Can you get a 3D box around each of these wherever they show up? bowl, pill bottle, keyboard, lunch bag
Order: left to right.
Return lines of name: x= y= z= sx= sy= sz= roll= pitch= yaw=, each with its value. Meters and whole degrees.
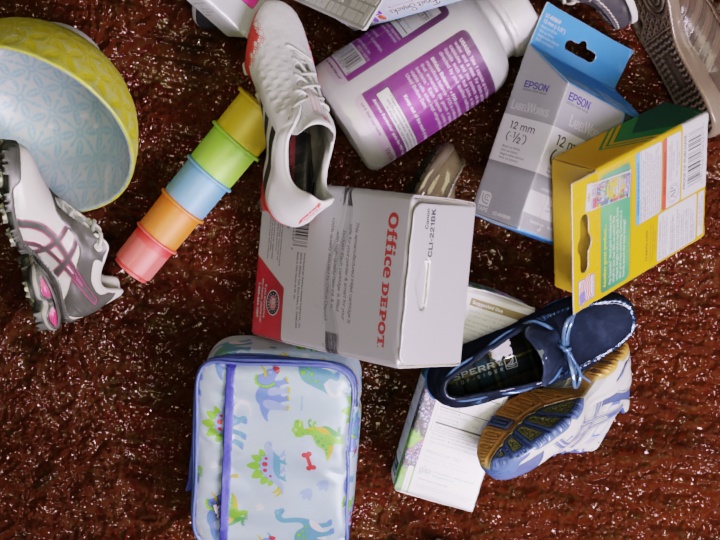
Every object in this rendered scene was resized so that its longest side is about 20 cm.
bowl: x=-0.283 y=-0.158 z=1.198 sx=0.199 sy=0.201 sz=0.108 roll=18 pitch=50 yaw=-3
lunch bag: x=-0.081 y=0.166 z=1.241 sx=0.159 sy=0.083 sz=0.202 roll=6 pitch=105 yaw=2
keyboard: x=-0.035 y=-0.259 z=1.184 sx=0.011 sy=0.200 sz=0.056 roll=38 pitch=88 yaw=-40
pill bottle: x=0.064 y=-0.189 z=1.219 sx=0.199 sy=0.112 sz=0.113 roll=-33 pitch=95 yaw=1

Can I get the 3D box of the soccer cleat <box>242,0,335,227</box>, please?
soccer cleat: x=-0.055 y=-0.139 z=1.148 sx=0.068 sy=0.085 sz=0.202 roll=2 pitch=81 yaw=-33

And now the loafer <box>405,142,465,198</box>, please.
loafer: x=0.062 y=-0.021 z=1.254 sx=0.067 sy=0.076 sz=0.201 roll=19 pitch=103 yaw=-4

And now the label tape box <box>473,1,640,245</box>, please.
label tape box: x=0.196 y=-0.122 z=1.217 sx=0.143 sy=0.066 sz=0.201 roll=16 pitch=96 yaw=-45

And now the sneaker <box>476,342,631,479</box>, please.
sneaker: x=0.189 y=0.145 z=1.229 sx=0.199 sy=0.075 sz=0.089 roll=-34 pitch=124 yaw=-30

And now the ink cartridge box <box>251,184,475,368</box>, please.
ink cartridge box: x=0.000 y=0.000 z=1.185 sx=0.083 sy=0.199 sz=0.146 roll=2 pitch=96 yaw=-42

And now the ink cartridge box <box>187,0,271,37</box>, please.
ink cartridge box: x=-0.114 y=-0.337 z=1.170 sx=0.173 sy=0.043 sz=0.201 roll=39 pitch=80 yaw=-28

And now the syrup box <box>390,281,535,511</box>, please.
syrup box: x=0.095 y=0.115 z=1.259 sx=0.081 sy=0.079 sz=0.202 roll=16 pitch=93 yaw=-3

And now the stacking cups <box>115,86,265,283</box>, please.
stacking cups: x=-0.152 y=-0.075 z=1.252 sx=0.060 sy=0.061 sz=0.200 roll=39 pitch=97 yaw=-4

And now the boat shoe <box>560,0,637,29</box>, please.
boat shoe: x=0.185 y=-0.277 z=1.205 sx=0.060 sy=0.074 sz=0.200 roll=-43 pitch=135 yaw=6

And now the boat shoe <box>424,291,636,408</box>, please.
boat shoe: x=0.158 y=0.081 z=1.185 sx=0.199 sy=0.069 sz=0.085 roll=-27 pitch=97 yaw=-2

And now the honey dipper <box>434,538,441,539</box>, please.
honey dipper: x=0.162 y=0.306 z=1.299 sx=0.198 sy=0.038 sz=0.038 roll=19 pitch=93 yaw=-7

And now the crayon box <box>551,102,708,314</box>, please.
crayon box: x=0.233 y=-0.059 z=1.195 sx=0.199 sy=0.051 sz=0.127 roll=-27 pitch=123 yaw=-37

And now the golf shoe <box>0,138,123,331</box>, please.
golf shoe: x=-0.278 y=-0.040 z=1.210 sx=0.087 sy=0.077 sz=0.201 roll=-16 pitch=131 yaw=-10

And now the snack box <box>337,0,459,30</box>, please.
snack box: x=0.060 y=-0.299 z=1.156 sx=0.053 sy=0.199 sz=0.143 roll=28 pitch=67 yaw=-39

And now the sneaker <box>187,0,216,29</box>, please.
sneaker: x=-0.152 y=-0.325 z=1.235 sx=0.082 sy=0.072 sz=0.202 roll=5 pitch=100 yaw=31

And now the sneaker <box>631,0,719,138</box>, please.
sneaker: x=0.311 y=-0.228 z=1.260 sx=0.075 sy=0.070 sz=0.201 roll=-26 pitch=97 yaw=-21
